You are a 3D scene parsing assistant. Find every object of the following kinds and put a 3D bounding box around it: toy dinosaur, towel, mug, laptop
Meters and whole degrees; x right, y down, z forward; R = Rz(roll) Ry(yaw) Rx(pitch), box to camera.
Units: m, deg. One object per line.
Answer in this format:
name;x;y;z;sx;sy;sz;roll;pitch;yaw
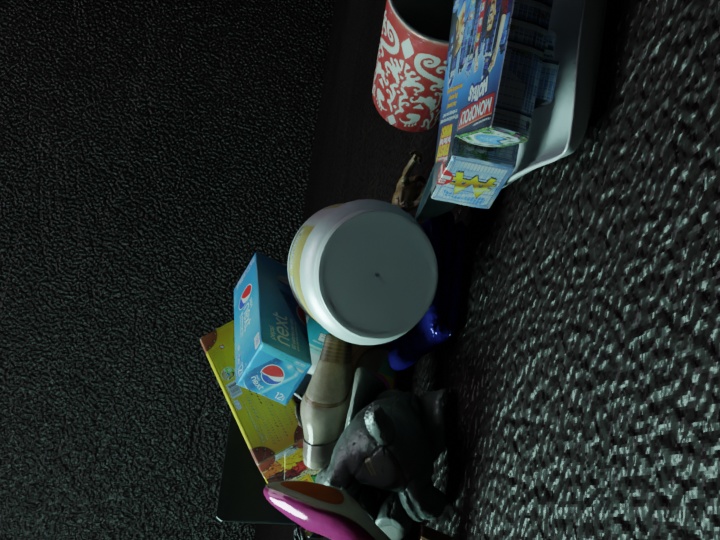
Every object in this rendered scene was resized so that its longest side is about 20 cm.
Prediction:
toy dinosaur;0.062;-0.104;1.147;0.101;0.058;0.201;-49;8;37
towel;0.077;0.028;1.052;0.200;0.048;0.151;126;147;-71
mug;0.099;-0.278;1.108;0.135;0.175;0.201;58;160;17
laptop;-0.087;0.287;1.253;0.102;0.199;0.180;-22;46;31

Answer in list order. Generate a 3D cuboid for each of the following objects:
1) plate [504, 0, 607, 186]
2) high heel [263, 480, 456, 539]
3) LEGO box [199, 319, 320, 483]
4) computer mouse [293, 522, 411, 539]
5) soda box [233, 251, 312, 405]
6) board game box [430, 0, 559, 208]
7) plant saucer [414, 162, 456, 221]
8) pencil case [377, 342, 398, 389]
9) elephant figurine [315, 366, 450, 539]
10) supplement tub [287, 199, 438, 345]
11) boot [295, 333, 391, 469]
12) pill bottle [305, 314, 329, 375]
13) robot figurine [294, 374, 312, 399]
plate;0.162;-0.176;0.769;0.199;0.032;0.205;158;122;-79
high heel;-0.009;0.269;0.844;0.067;0.196;0.098;-10;-62;-77
LEGO box;-0.122;0.181;1.168;0.202;0.076;0.150;58;170;32
computer mouse;0.000;0.273;0.943;0.034;0.199;0.060;-24;69;28
soda box;-0.107;0.063;1.067;0.065;0.067;0.201;-55;23;22
board game box;0.115;-0.156;0.756;0.200;0.060;0.205;-152;71;-80
plant saucer;0.109;-0.139;0.937;0.200;0.035;0.204;22;-91;-90
pencil case;0.019;0.080;1.232;0.089;0.086;0.204;122;157;-66
elephant figurine;0.032;0.169;0.956;0.155;0.141;0.201;-39;14;31
supplement tub;0.000;0.000;0.957;0.200;0.141;0.148;-165;85;-80
boot;-0.021;0.150;1.038;0.199;0.069;0.150;15;-96;-69
pill bottle;-0.030;0.036;1.159;0.111;0.109;0.204;170;123;-80
robot figurine;-0.037;0.111;1.326;0.123;0.152;0.200;-21;12;33
